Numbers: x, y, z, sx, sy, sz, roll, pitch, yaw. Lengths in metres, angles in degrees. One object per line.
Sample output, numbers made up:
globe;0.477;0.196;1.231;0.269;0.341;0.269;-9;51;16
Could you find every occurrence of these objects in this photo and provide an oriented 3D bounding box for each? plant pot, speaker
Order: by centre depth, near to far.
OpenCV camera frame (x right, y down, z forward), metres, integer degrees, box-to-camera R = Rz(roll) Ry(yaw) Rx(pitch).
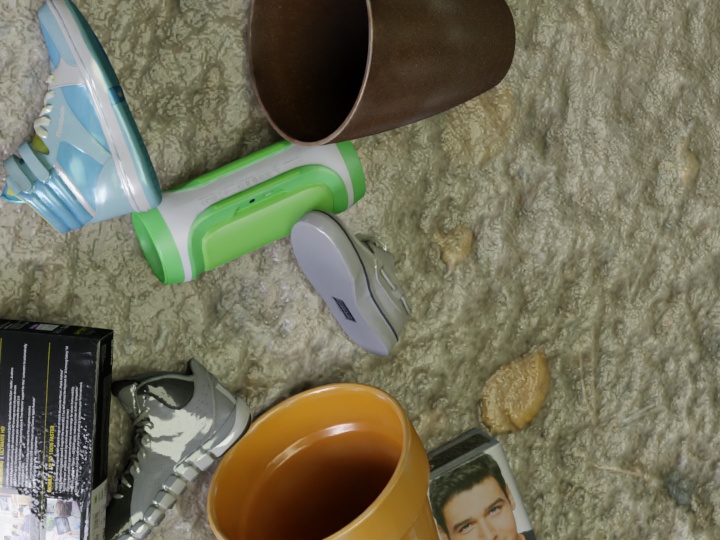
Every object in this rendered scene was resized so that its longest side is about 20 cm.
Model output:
plant pot;0.033;-0.204;1.622;0.199;0.187;0.188;-4;101;-37
speaker;-0.099;-0.060;1.630;0.199;0.088;0.089;-25;108;-16
plant pot;-0.011;0.237;1.672;0.200;0.200;0.184;-38;126;-11

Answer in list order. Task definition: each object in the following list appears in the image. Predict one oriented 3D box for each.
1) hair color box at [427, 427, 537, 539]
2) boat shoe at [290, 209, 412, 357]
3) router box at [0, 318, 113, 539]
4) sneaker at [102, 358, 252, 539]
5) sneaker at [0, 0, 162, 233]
hair color box;0.116;0.267;1.787;0.099;0.061;0.201;-26;107;-15
boat shoe;0.000;0.000;1.661;0.066;0.072;0.200;-54;139;-20
router box;-0.292;0.145;1.575;0.148;0.051;0.201;5;98;7
sneaker;-0.201;0.158;1.643;0.200;0.075;0.116;-46;106;-18
sneaker;-0.263;-0.125;1.559;0.130;0.080;0.201;-23;89;3
